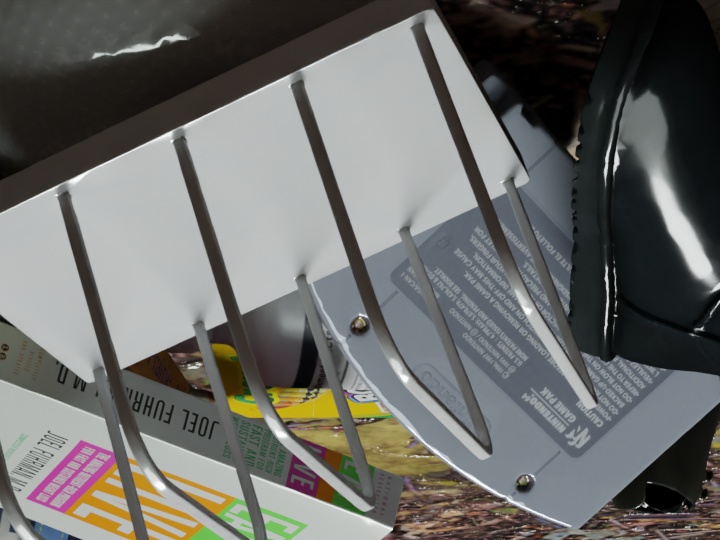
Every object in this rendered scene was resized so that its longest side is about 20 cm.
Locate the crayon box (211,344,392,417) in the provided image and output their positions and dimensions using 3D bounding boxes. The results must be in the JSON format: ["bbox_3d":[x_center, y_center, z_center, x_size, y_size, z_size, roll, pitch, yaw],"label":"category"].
[{"bbox_3d":[0.006,0.032,1.112,0.171,0.059,0.200,-1,161,-2],"label":"crayon box"}]

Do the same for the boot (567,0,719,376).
[{"bbox_3d":[0.166,-0.016,0.764,0.167,0.077,0.201,15,143,15],"label":"boot"}]

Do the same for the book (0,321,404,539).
[{"bbox_3d":[-0.096,0.085,0.906,0.199,0.048,0.134,22,151,-16],"label":"book"}]

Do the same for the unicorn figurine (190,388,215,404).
[{"bbox_3d":[-0.142,0.051,1.126,0.199,0.074,0.137,-8,149,37],"label":"unicorn figurine"}]

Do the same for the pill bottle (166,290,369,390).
[{"bbox_3d":[0.000,0.000,0.948,0.198,0.112,0.111,3,160,-9],"label":"pill bottle"}]

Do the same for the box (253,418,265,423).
[{"bbox_3d":[-0.138,0.119,1.316,0.068,0.083,0.199,-16,157,33],"label":"box"}]

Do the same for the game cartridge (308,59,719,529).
[{"bbox_3d":[0.066,0.020,0.880,0.133,0.040,0.200,-44,119,3],"label":"game cartridge"}]

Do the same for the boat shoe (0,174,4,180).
[{"bbox_3d":[-0.227,-0.019,0.946,0.198,0.071,0.070,-8,156,21],"label":"boat shoe"}]

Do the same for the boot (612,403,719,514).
[{"bbox_3d":[0.187,0.080,1.140,0.077,0.140,0.199,-19,155,39],"label":"boot"}]

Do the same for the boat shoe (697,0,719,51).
[{"bbox_3d":[0.200,-0.093,0.768,0.199,0.065,0.072,-20,153,41],"label":"boat shoe"}]

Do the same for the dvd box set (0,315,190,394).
[{"bbox_3d":[-0.167,0.016,0.874,0.145,0.030,0.200,5,156,14],"label":"dvd box set"}]

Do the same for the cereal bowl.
[{"bbox_3d":[-0.072,-0.068,0.799,0.198,0.084,0.200,-2,161,-1],"label":"cereal bowl"}]

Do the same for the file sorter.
[{"bbox_3d":[-0.029,0.019,0.734,0.199,0.125,0.139,-25,152,8],"label":"file sorter"}]

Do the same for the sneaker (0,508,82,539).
[{"bbox_3d":[-0.153,0.137,1.016,0.198,0.075,0.082,8,159,-3],"label":"sneaker"}]
